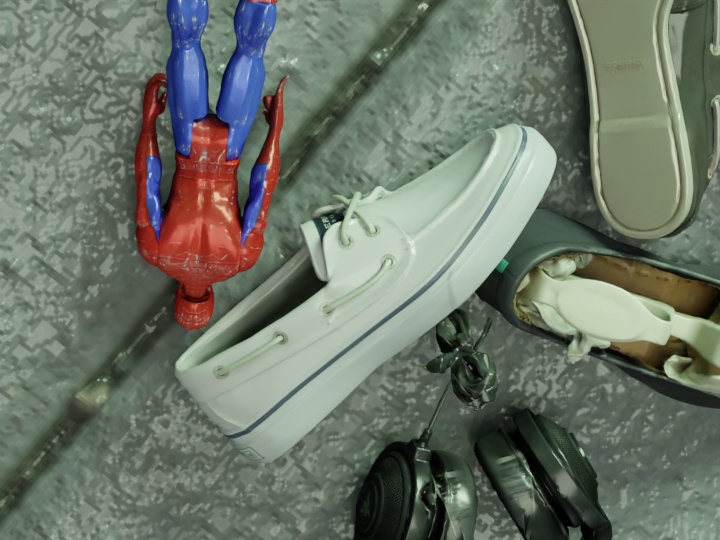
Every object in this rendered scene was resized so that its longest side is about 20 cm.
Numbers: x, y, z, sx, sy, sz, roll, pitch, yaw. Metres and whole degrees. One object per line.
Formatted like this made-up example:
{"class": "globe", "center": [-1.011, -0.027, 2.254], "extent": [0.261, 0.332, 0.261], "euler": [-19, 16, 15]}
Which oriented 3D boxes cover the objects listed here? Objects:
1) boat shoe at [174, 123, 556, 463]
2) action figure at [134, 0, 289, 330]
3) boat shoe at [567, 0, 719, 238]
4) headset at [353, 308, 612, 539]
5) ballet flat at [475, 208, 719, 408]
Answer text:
{"class": "boat shoe", "center": [0.000, 0.000, 0.975], "extent": [0.067, 0.074, 0.200], "euler": [42, 94, -21]}
{"class": "action figure", "center": [-0.065, -0.068, 0.959], "extent": [0.065, 0.052, 0.201], "euler": [5, 108, -7]}
{"class": "boat shoe", "center": [0.131, -0.115, 0.991], "extent": [0.067, 0.057, 0.201], "euler": [2, 102, 25]}
{"class": "headset", "center": [0.057, 0.111, 1.006], "extent": [0.123, 0.094, 0.201], "euler": [-13, 118, -8]}
{"class": "ballet flat", "center": [0.144, 0.027, 1.016], "extent": [0.199, 0.073, 0.073], "euler": [20, 100, -16]}
